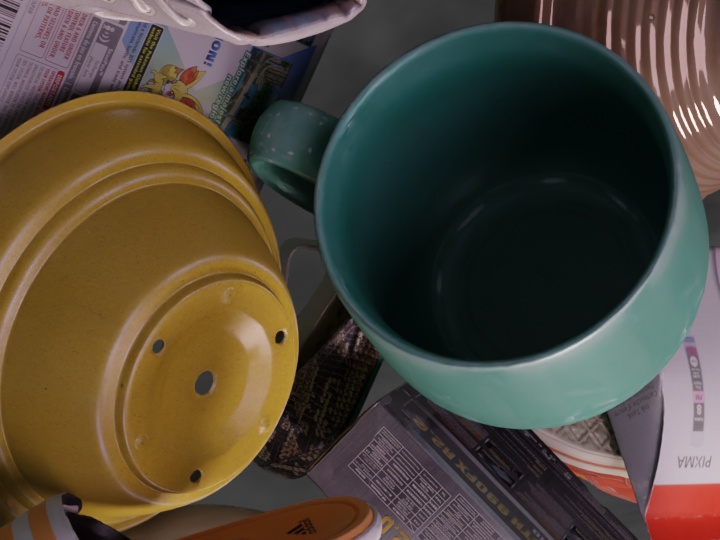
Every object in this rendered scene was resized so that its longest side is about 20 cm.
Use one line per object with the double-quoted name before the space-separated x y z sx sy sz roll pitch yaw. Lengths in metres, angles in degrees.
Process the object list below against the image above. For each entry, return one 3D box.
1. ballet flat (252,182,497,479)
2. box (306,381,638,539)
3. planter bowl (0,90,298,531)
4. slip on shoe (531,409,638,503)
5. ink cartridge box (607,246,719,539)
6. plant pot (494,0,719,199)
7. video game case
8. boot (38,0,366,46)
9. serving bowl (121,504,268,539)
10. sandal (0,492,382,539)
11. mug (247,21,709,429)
"ballet flat" 0.000 0.000 1.077 0.075 0.068 0.200 35 89 -23
"box" 0.079 0.132 1.056 0.048 0.200 0.158 -46 174 15
"planter bowl" -0.086 0.034 0.958 0.200 0.083 0.201 -21 121 -39
"slip on shoe" 0.116 0.079 1.201 0.200 0.061 0.074 23 53 -34
"ink cartridge box" 0.199 0.085 1.195 0.162 0.200 0.057 3 150 -42
"plant pot" 0.157 -0.115 1.087 0.201 0.093 0.201 -15 109 -48
"video game case" -0.081 -0.127 0.975 0.182 0.022 0.200 20 97 -42
"boot" -0.090 -0.128 0.886 0.200 0.096 0.074 -2 111 -38
"serving bowl" -0.081 0.191 0.999 0.200 0.200 0.066 -56 150 -3
"sandal" -0.096 0.108 0.899 0.206 0.079 0.059 -19 104 -10
"mug" 0.060 -0.023 0.993 0.152 0.185 0.114 -35 152 2
